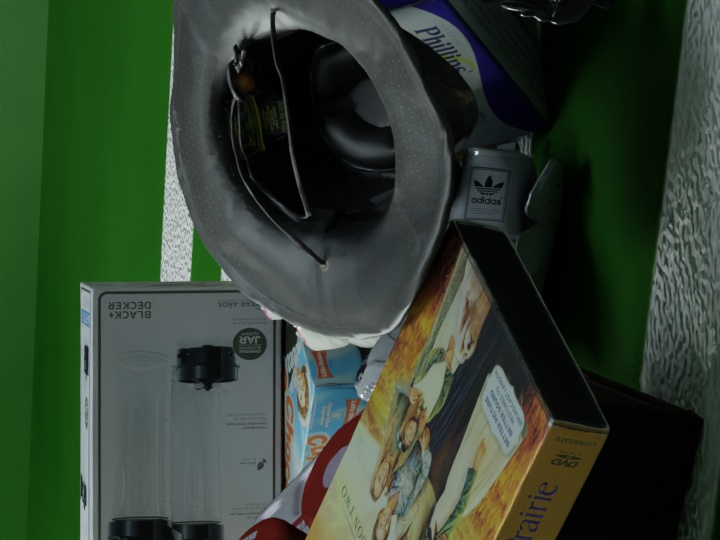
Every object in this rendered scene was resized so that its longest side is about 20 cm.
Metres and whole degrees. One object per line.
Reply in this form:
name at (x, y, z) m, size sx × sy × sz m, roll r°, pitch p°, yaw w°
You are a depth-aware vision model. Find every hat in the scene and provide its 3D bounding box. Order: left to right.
hat at (-0.002, -0.064, 1.222) m, size 0.200 × 0.081 × 0.201 m, roll 26°, pitch 124°, yaw 46°

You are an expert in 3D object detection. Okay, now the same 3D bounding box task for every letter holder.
letter holder at (0.057, 0.141, 1.238) m, size 0.142 × 0.100 × 0.201 m, roll 22°, pitch 101°, yaw 64°

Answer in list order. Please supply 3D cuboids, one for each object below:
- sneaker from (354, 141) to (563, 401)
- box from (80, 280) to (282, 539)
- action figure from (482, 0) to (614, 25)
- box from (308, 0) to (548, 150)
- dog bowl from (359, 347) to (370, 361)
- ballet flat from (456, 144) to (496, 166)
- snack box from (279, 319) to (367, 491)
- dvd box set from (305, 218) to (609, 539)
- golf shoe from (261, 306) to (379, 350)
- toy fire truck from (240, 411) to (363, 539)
sneaker at (0.049, 0.001, 1.336) m, size 0.200 × 0.075 × 0.115 m, roll -34°, pitch -49°, yaw -71°
box at (-0.107, 0.107, 1.609) m, size 0.060 × 0.116 × 0.201 m, roll -169°, pitch 77°, yaw -76°
action figure at (0.082, -0.215, 1.241) m, size 0.119 × 0.102 × 0.201 m, roll -97°, pitch 8°, yaw -76°
box at (0.011, -0.179, 1.369) m, size 0.184 × 0.105 × 0.201 m, roll 41°, pitch -140°, yaw -63°
dog bowl at (0.013, 0.113, 1.641) m, size 0.200 × 0.058 × 0.201 m, roll 178°, pitch 90°, yaw -77°
ballet flat at (0.039, -0.031, 1.509) m, size 0.067 × 0.068 × 0.200 m, roll 50°, pitch 141°, yaw 19°
snack box at (-0.034, 0.105, 1.635) m, size 0.116 × 0.037 × 0.201 m, roll -108°, pitch 22°, yaw -49°
dvd box set at (0.032, 0.100, 1.152) m, size 0.200 × 0.029 × 0.147 m, roll -66°, pitch 27°, yaw 28°
golf shoe at (0.000, 0.000, 1.420) m, size 0.200 × 0.091 × 0.076 m, roll 39°, pitch -120°, yaw -76°
toy fire truck at (0.007, 0.125, 1.451) m, size 0.200 × 0.112 × 0.168 m, roll -48°, pitch 23°, yaw 24°
